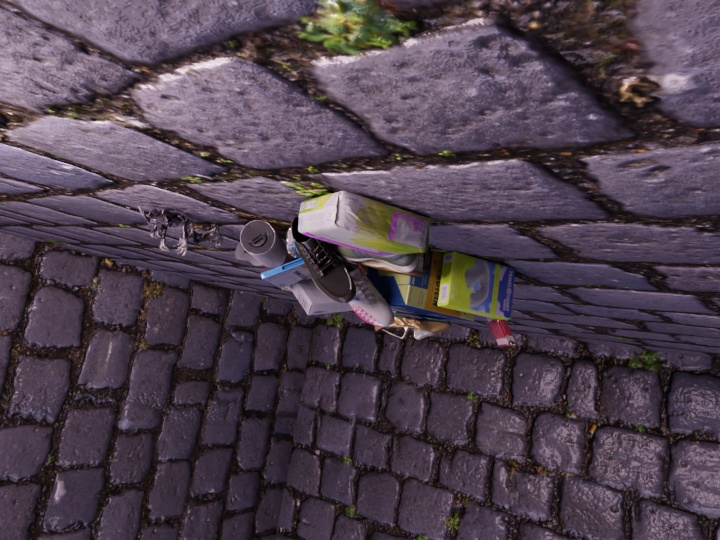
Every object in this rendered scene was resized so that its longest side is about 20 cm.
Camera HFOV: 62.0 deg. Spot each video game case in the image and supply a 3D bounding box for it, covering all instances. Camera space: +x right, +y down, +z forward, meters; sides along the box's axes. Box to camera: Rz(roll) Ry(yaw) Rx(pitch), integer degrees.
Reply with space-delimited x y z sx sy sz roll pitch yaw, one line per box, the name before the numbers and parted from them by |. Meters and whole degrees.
video game case | -0.119 -0.009 1.396 0.199 0.018 0.143 -20 167 5

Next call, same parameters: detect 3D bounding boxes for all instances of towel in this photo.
towel | 0.320 0.094 1.483 0.023 0.201 0.144 -21 172 -2

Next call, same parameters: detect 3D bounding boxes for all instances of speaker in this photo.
speaker | -0.227 -0.059 1.431 0.081 0.082 0.200 9 172 3

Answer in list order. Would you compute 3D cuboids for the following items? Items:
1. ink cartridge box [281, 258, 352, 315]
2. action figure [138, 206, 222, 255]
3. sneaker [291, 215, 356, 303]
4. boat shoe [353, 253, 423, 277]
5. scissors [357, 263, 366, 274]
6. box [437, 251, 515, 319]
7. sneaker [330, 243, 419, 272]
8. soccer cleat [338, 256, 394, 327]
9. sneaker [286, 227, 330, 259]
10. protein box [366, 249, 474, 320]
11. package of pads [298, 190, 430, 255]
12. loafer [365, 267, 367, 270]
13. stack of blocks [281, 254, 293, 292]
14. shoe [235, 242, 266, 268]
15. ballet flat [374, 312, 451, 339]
ink cartridge box | -0.086 0.035 1.538 0.199 0.044 0.196 -1 -145 -34
action figure | -0.430 -0.088 1.415 0.199 0.103 0.119 14 -177 -39
sneaker | -0.085 -0.019 1.249 0.200 0.075 0.106 52 176 11
boat shoe | 0.058 -0.032 1.320 0.199 0.067 0.074 12 179 37
scissors | 0.000 0.000 1.517 0.014 0.074 0.200 -16 162 -5
box | 0.273 0.039 1.358 0.199 0.123 0.048 13 169 -24
sneaker | 0.022 -0.059 1.230 0.199 0.067 0.090 15 156 22
soccer cleat | -0.001 0.045 1.339 0.200 0.070 0.086 41 146 12
sneaker | -0.104 -0.046 1.418 0.086 0.076 0.200 2 171 14
protein box | 0.144 0.035 1.438 0.199 0.136 0.198 14 171 -29
package of pads | 0.008 -0.077 1.059 0.199 0.069 0.154 14 172 -30
loafer | 0.047 0.016 1.661 0.069 0.070 0.200 6 171 24
stack of blocks | -0.184 0.004 1.703 0.058 0.116 0.200 14 172 -26
shoe | -0.265 -0.043 1.653 0.091 0.072 0.200 14 177 -34
ballet flat | 0.127 0.142 1.494 0.199 0.063 0.069 8 173 24
